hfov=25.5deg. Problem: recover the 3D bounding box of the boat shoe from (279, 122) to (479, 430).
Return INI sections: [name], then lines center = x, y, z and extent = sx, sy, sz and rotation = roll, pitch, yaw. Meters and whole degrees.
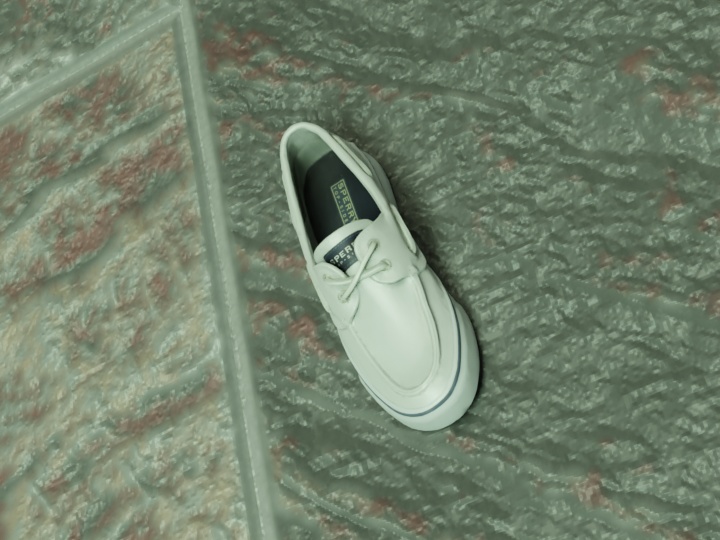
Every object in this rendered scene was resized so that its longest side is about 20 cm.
[boat shoe]
center = 0.000, 0.000, 0.883
extent = 0.073, 0.065, 0.201
rotation = -38, 52, 12
